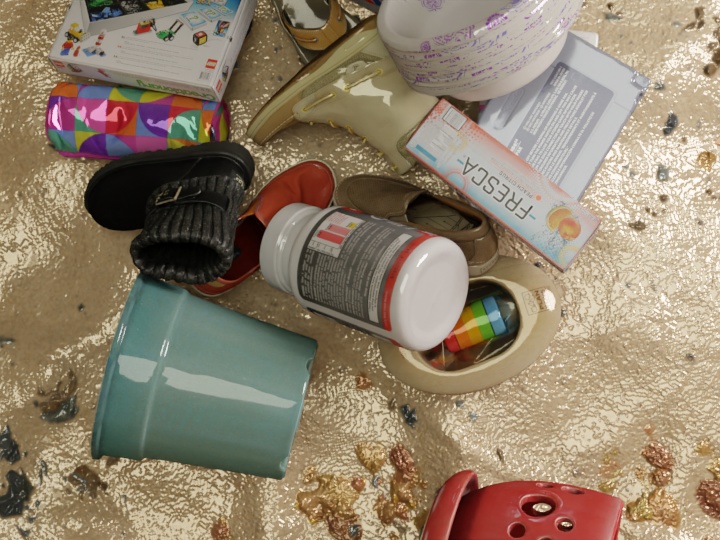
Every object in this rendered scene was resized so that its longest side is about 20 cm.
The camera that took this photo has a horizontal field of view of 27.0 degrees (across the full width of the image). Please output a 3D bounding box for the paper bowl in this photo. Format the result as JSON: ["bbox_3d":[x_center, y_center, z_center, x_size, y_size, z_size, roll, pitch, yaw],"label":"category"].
[{"bbox_3d":[0.125,-0.247,1.483,0.200,0.201,0.105,-31,123,2],"label":"paper bowl"}]

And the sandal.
[{"bbox_3d":[-0.047,-0.273,1.619,0.080,0.054,0.200,-34,88,2],"label":"sandal"}]

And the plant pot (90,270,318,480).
[{"bbox_3d":[-0.153,0.119,1.538,0.195,0.200,0.201,14,86,-2],"label":"plant pot"}]

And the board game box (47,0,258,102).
[{"bbox_3d":[-0.223,-0.258,1.613,0.199,0.035,0.127,13,70,18],"label":"board game box"}]

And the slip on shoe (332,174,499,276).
[{"bbox_3d":[0.054,-0.060,1.558,0.200,0.061,0.076,30,63,30],"label":"slip on shoe"}]

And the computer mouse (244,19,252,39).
[{"bbox_3d":[-0.213,-0.260,1.651,0.199,0.034,0.059,-2,70,13],"label":"computer mouse"}]

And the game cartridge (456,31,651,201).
[{"bbox_3d":[0.188,-0.140,1.526,0.133,0.041,0.201,32,90,4],"label":"game cartridge"}]

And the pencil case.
[{"bbox_3d":[-0.237,-0.154,1.616,0.199,0.088,0.089,7,86,8],"label":"pencil case"}]

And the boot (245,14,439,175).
[{"bbox_3d":[-0.010,-0.155,1.594,0.200,0.073,0.156,-36,102,24],"label":"boot"}]

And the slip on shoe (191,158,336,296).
[{"bbox_3d":[-0.097,-0.046,1.582,0.200,0.061,0.074,-41,99,-21],"label":"slip on shoe"}]

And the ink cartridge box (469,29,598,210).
[{"bbox_3d":[0.181,-0.151,1.581,0.116,0.067,0.201,8,85,7],"label":"ink cartridge box"}]

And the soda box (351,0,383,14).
[{"bbox_3d":[0.014,-0.321,1.545,0.068,0.200,0.064,29,87,7],"label":"soda box"}]

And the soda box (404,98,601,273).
[{"bbox_3d":[0.140,-0.082,1.476,0.200,0.068,0.064,39,92,8],"label":"soda box"}]

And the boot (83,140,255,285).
[{"bbox_3d":[-0.212,-0.050,1.546,0.210,0.080,0.158,-14,42,26],"label":"boot"}]

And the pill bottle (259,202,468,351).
[{"bbox_3d":[0.000,0.000,1.514,0.199,0.116,0.116,19,87,37],"label":"pill bottle"}]

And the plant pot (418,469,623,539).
[{"bbox_3d":[0.153,0.303,1.483,0.182,0.200,0.202,11,86,15],"label":"plant pot"}]

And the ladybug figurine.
[{"bbox_3d":[0.117,0.057,1.565,0.199,0.072,0.136,-17,82,5],"label":"ladybug figurine"}]
